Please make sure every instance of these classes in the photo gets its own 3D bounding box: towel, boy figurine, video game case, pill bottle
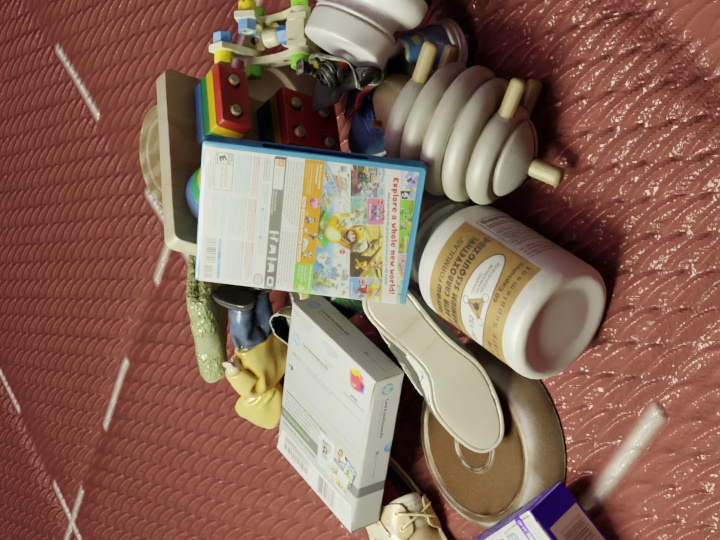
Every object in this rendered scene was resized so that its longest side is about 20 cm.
[{"bbox_3d":[-0.187,0.024,1.492,0.201,0.036,0.149,-95,0,-50],"label":"towel"},{"bbox_3d":[-0.125,0.100,1.457,0.064,0.124,0.201,13,128,25],"label":"boy figurine"},{"bbox_3d":[-0.048,-0.044,1.096,0.018,0.198,0.144,-85,3,-60],"label":"video game case"},{"bbox_3d":[0.119,0.004,1.117,0.200,0.114,0.115,37,125,42],"label":"pill bottle"},{"bbox_3d":[0.027,-0.292,1.112,0.111,0.111,0.201,21,85,48],"label":"pill bottle"}]

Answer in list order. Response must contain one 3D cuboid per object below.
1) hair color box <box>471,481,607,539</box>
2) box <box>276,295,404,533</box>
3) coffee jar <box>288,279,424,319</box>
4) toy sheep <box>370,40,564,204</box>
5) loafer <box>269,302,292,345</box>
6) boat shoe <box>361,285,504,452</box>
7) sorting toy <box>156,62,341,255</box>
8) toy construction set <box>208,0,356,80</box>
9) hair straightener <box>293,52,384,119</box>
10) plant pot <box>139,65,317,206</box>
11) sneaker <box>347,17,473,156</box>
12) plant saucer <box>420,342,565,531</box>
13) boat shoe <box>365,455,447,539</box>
[{"bbox_3d":[0.154,0.297,1.158,0.110,0.065,0.200,52,138,10],"label":"hair color box"},{"bbox_3d":[-0.026,0.150,1.274,0.156,0.041,0.201,41,135,42],"label":"box"},{"bbox_3d":[0.000,0.000,1.292,0.199,0.085,0.105,-11,92,51],"label":"coffee jar"},{"bbox_3d":[0.097,-0.128,1.109,0.199,0.138,0.139,28,121,24],"label":"toy sheep"},{"bbox_3d":[-0.038,0.104,1.375,0.200,0.069,0.076,40,127,40],"label":"loafer"},{"bbox_3d":[0.073,0.086,1.173,0.200,0.067,0.057,53,-175,-3],"label":"boat shoe"},{"bbox_3d":[-0.096,-0.102,1.203,0.069,0.199,0.200,-35,52,41],"label":"sorting toy"},{"bbox_3d":[-0.061,-0.234,1.261,0.130,0.200,0.093,-4,97,18],"label":"toy construction set"},{"bbox_3d":[-0.027,-0.175,1.145,0.200,0.076,0.041,-153,75,-80],"label":"hair straightener"},{"bbox_3d":[-0.151,-0.138,1.386,0.199,0.173,0.202,15,109,48],"label":"plant pot"},{"bbox_3d":[0.031,-0.183,1.220,0.076,0.077,0.200,61,140,20],"label":"sneaker"},{"bbox_3d":[0.123,0.174,1.218,0.200,0.032,0.202,16,110,51],"label":"plant saucer"},{"bbox_3d":[0.044,0.266,1.302,0.200,0.073,0.070,46,137,37],"label":"boat shoe"}]
